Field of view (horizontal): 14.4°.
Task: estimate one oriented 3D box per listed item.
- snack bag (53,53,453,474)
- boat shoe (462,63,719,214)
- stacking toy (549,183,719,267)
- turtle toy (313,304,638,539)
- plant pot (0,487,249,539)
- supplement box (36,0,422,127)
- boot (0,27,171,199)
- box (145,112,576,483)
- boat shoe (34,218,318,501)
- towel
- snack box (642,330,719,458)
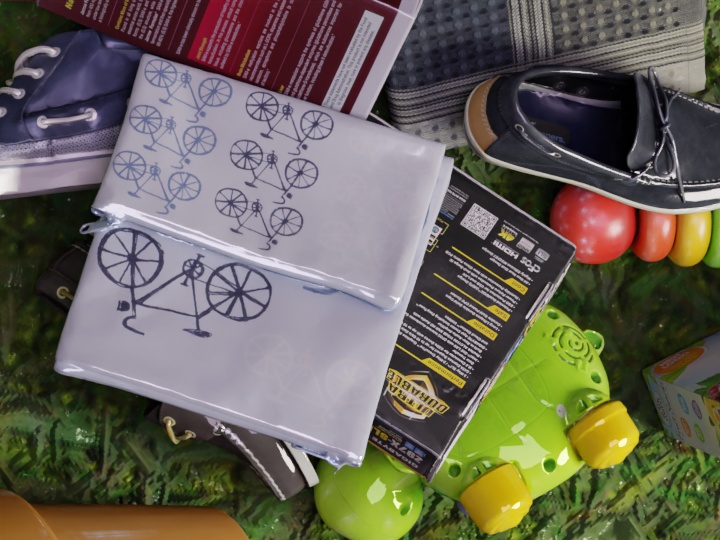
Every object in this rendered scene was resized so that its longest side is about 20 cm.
[{"bbox_3d":[-0.062,-0.007,1.587,0.188,0.021,0.200,18,71,-2],"label":"snack bag"},{"bbox_3d":[0.160,-0.080,1.678,0.200,0.062,0.075,10,70,-19],"label":"boat shoe"},{"bbox_3d":[0.214,-0.032,1.747,0.200,0.085,0.085,-3,96,-11],"label":"stacking toy"},{"bbox_3d":[0.061,0.092,1.699,0.200,0.101,0.146,-30,76,-11],"label":"turtle toy"},{"bbox_3d":[-0.155,0.212,1.617,0.183,0.200,0.200,-10,98,-31],"label":"plant pot"},{"bbox_3d":[-0.071,-0.164,1.603,0.200,0.109,0.061,22,49,-5],"label":"supplement box"},{"bbox_3d":[-0.193,-0.088,1.637,0.200,0.073,0.090,-7,90,-23],"label":"boot"},{"bbox_3d":[0.000,0.000,1.635,0.200,0.049,0.160,32,67,4],"label":"box"},{"bbox_3d":[-0.107,0.063,1.669,0.061,0.072,0.201,-42,96,-11],"label":"boat shoe"},{"bbox_3d":[0.106,-0.161,1.670,0.200,0.035,0.193,-12,132,-4],"label":"towel"},{"bbox_3d":[0.290,0.049,1.739,0.200,0.142,0.053,-25,102,-13],"label":"snack box"}]
